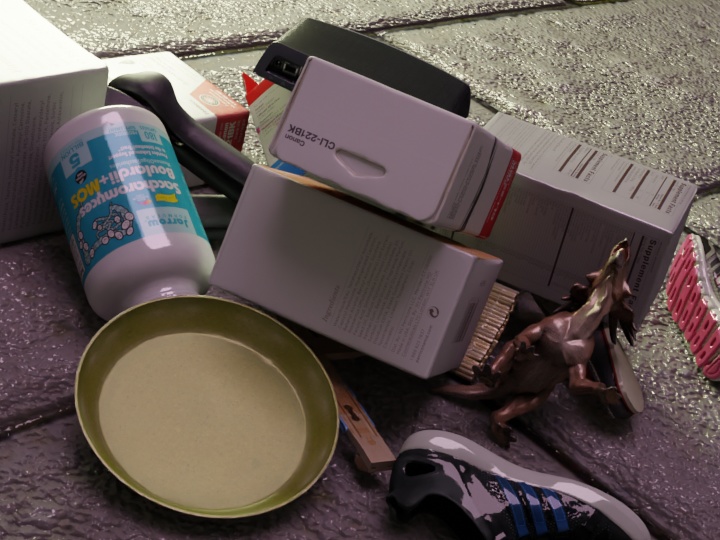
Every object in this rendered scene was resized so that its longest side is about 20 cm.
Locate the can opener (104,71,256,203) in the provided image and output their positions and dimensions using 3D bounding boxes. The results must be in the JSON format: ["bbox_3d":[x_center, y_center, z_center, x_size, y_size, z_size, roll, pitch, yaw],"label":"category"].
[{"bbox_3d":[-0.157,-0.113,1.261,0.200,0.063,0.079,35,68,-7],"label":"can opener"}]

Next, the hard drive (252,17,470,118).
[{"bbox_3d":[0.008,-0.187,1.331,0.199,0.042,0.135,23,28,6],"label":"hard drive"}]

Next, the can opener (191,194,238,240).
[{"bbox_3d":[-0.156,-0.038,1.274,0.199,0.053,0.067,-6,71,-31],"label":"can opener"}]

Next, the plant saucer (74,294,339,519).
[{"bbox_3d":[-0.115,0.105,1.018,0.199,0.031,0.200,11,46,-12],"label":"plant saucer"}]

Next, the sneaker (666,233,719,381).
[{"bbox_3d":[0.370,0.040,1.368,0.087,0.074,0.200,9,35,-12],"label":"sneaker"}]

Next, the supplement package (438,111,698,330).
[{"bbox_3d":[0.186,-0.046,1.238,0.199,0.114,0.110,23,34,14],"label":"supplement package"}]

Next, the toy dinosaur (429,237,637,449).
[{"bbox_3d":[0.161,0.069,1.155,0.086,0.200,0.136,52,32,-9],"label":"toy dinosaur"}]

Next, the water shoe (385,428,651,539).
[{"bbox_3d":[0.115,0.190,1.015,0.199,0.072,0.079,21,58,6],"label":"water shoe"}]

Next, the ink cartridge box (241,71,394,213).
[{"bbox_3d":[-0.045,-0.134,1.380,0.116,0.067,0.200,34,25,-42],"label":"ink cartridge box"}]

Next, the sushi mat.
[{"bbox_3d":[0.036,0.021,1.237,0.200,0.012,0.096,24,68,16],"label":"sushi mat"}]

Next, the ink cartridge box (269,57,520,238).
[{"bbox_3d":[0.034,-0.094,1.095,0.144,0.084,0.200,24,6,16],"label":"ink cartridge box"}]

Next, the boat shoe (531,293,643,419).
[{"bbox_3d":[0.207,0.068,1.252,0.062,0.071,0.200,-25,37,10],"label":"boat shoe"}]

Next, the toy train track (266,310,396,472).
[{"bbox_3d":[-0.030,0.100,1.108,0.114,0.033,0.200,-2,35,-31],"label":"toy train track"}]

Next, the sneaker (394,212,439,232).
[{"bbox_3d":[0.088,-0.066,1.417,0.200,0.077,0.081,25,48,15],"label":"sneaker"}]

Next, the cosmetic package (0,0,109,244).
[{"bbox_3d":[-0.356,-0.129,1.197,0.200,0.167,0.167,-18,44,-43],"label":"cosmetic package"}]

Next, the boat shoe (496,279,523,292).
[{"bbox_3d":[0.118,-0.007,1.320,0.200,0.072,0.062,-21,54,-43],"label":"boat shoe"}]

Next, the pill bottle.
[{"bbox_3d":[-0.188,-0.031,1.141,0.111,0.111,0.200,-6,59,-34],"label":"pill bottle"}]

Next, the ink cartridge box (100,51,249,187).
[{"bbox_3d":[-0.236,-0.145,1.365,0.200,0.084,0.144,-17,45,-43],"label":"ink cartridge box"}]

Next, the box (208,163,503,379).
[{"bbox_3d":[0.000,0.000,1.141,0.199,0.107,0.152,23,6,13],"label":"box"}]
